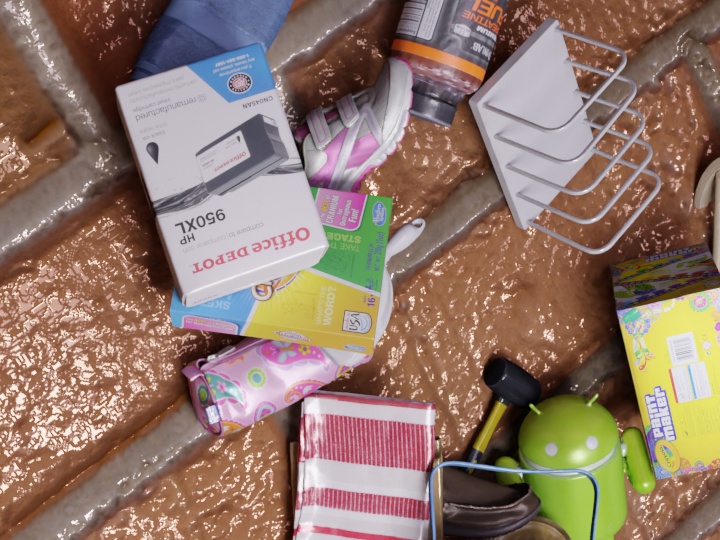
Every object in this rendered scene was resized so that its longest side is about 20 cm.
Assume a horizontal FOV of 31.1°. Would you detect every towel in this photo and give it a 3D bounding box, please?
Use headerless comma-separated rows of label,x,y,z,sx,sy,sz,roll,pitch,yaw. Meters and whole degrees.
towel,-0.141,-0.241,1.277,0.111,0.048,0.202,31,81,-22
towel,0.003,0.230,1.337,0.142,0.023,0.204,5,97,7

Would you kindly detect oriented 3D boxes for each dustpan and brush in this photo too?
dustpan and brush,0.000,0.000,1.315,0.139,0.057,0.200,41,68,15

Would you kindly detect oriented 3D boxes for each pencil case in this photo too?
pencil case,-0.084,0.094,1.314,0.198,0.087,0.089,-25,105,-23

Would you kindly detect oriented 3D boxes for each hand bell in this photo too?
hand bell,0.197,0.374,1.460,0.104,0.104,0.201,-38,143,-20

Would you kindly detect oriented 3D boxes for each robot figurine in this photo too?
robot figurine,0.241,0.229,1.466,0.173,0.116,0.203,-11,116,1

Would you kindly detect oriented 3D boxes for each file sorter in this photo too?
file sorter,0.231,-0.141,1.401,0.139,0.124,0.201,-46,136,-18

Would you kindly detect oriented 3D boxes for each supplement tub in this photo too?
supplement tub,0.094,-0.258,1.362,0.106,0.107,0.203,15,96,-28

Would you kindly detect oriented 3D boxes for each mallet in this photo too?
mallet,0.144,0.202,1.474,0.065,0.041,0.203,23,88,-29

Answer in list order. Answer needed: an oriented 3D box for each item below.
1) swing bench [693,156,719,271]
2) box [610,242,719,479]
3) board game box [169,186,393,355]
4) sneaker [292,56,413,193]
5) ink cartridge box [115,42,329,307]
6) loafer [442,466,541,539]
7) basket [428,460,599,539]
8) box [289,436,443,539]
swing bench,0.531,-0.068,1.605,0.196,0.129,0.203,-14,95,-25
box,0.368,0.098,1.476,0.120,0.193,0.203,-13,102,12
board game box,-0.074,-0.008,1.256,0.197,0.040,0.155,7,66,1
sneaker,-0.019,-0.134,1.310,0.088,0.081,0.201,30,102,-19
ink cartridge box,-0.127,-0.086,1.191,0.143,0.084,0.203,-19,85,-9
loafer,0.096,0.244,1.388,0.196,0.073,0.072,-4,100,1
basket,0.150,0.296,1.295,0.173,0.139,0.203,5,80,0
box,0.009,0.277,1.364,0.161,0.021,0.204,-2,96,8
